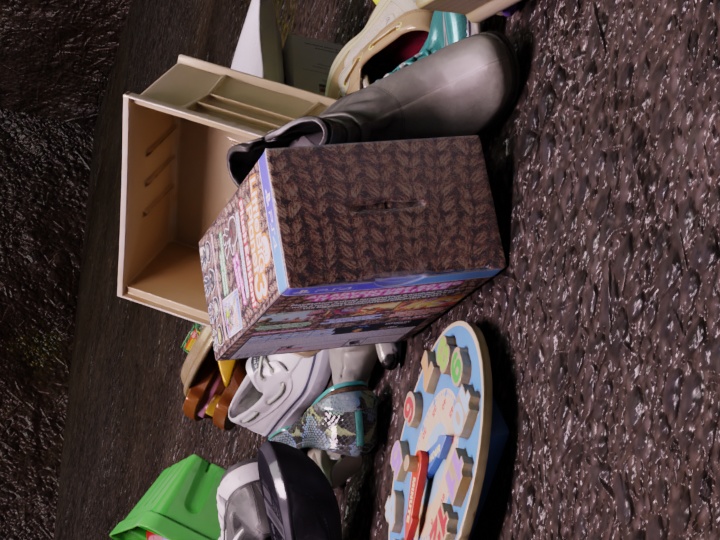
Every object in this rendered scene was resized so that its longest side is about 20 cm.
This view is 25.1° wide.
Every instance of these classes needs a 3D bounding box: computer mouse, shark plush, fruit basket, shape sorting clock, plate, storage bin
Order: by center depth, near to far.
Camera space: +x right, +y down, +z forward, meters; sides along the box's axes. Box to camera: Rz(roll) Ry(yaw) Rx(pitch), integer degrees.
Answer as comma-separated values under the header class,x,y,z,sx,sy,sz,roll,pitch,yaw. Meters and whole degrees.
class,x,y,z,sx,sy,sz,roll,pitch,yaw
shape sorting clock,0.049,0.133,1.102,0.200,0.039,0.202,-169,90,-74
computer mouse,-0.040,0.226,1.304,0.138,0.052,0.202,-135,35,-67
shark plush,0.000,0.000,1.328,0.083,0.090,0.202,36,-123,-74
storage bin,-0.094,-0.052,1.366,0.094,0.197,0.201,-53,-24,-52
plate,-0.108,-0.146,1.558,0.200,0.032,0.201,-98,23,-52
fruit basket,-0.177,0.306,1.636,0.216,0.155,0.216,-59,11,18

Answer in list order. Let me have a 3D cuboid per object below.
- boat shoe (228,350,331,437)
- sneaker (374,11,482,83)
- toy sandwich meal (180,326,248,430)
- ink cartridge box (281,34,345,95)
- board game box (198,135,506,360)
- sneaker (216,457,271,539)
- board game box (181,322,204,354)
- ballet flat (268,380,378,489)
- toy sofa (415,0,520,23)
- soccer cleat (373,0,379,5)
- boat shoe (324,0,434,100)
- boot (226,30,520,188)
class,x,y,z,sx,sy,sz,roll,pitch,yaw
boat shoe,-0.074,0.096,1.518,0.201,0.066,0.074,116,158,-43
sneaker,0.041,-0.126,1.228,0.078,0.079,0.201,-103,29,-56
toy sandwich meal,-0.113,0.069,1.647,0.206,0.070,0.205,-55,-5,-7
ink cartridge box,-0.046,-0.098,1.512,0.201,0.083,0.146,-94,21,-46
board game box,-0.013,-0.012,1.160,0.200,0.158,0.098,138,124,-64
sneaker,-0.089,0.259,1.429,0.201,0.066,0.091,93,156,-46
board game box,-0.115,-0.008,1.664,0.201,0.023,0.105,-59,-8,24
ballet flat,-0.035,0.151,1.350,0.200,0.074,0.075,128,150,-65
toy sofa,0.082,-0.281,1.125,0.083,0.097,0.202,-22,74,47
soccer cleat,0.036,-0.285,1.343,0.200,0.083,0.065,132,145,-63
boat shoe,0.018,-0.160,1.346,0.200,0.073,0.067,119,162,-49
boot,0.008,-0.101,1.136,0.199,0.130,0.068,-24,87,38
